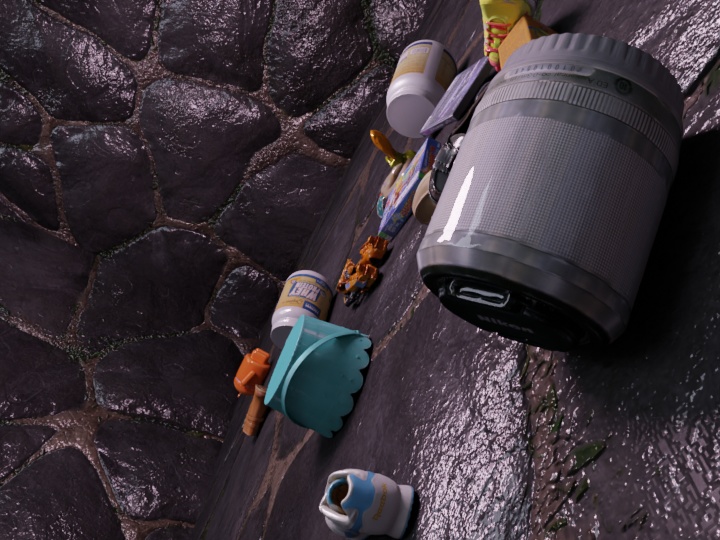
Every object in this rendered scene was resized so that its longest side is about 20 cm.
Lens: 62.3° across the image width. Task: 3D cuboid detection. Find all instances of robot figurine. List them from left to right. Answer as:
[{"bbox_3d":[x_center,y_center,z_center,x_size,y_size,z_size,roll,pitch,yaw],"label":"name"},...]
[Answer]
[{"bbox_3d":[-0.441,0.419,2.418,0.144,0.116,0.202,35,100,55],"label":"robot figurine"},{"bbox_3d":[0.000,0.000,1.343,0.146,0.058,0.200,-69,11,-25],"label":"robot figurine"}]

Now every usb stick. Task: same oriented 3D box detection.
[{"bbox_3d":[0.209,-0.318,1.110,0.056,0.032,0.200,-61,10,8],"label":"usb stick"}]

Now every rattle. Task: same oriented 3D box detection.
[{"bbox_3d":[0.045,-0.227,1.453,0.200,0.141,0.132,-37,45,57],"label":"rattle"}]

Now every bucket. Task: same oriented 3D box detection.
[{"bbox_3d":[-0.082,0.189,1.100,0.208,0.134,0.209,-90,26,-66],"label":"bucket"}]

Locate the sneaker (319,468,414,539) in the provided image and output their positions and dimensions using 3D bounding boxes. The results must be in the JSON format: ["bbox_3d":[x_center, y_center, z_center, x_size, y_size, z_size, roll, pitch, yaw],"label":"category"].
[{"bbox_3d":[-0.009,0.270,0.702,0.200,0.080,0.077,130,161,-58],"label":"sneaker"}]

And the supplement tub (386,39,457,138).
[{"bbox_3d":[0.140,-0.420,1.384,0.145,0.143,0.201,-50,17,53],"label":"supplement tub"}]

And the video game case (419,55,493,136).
[{"bbox_3d":[0.183,-0.330,1.126,0.144,0.019,0.200,-57,12,-3],"label":"video game case"}]

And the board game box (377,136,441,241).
[{"bbox_3d":[0.104,-0.173,1.289,0.200,0.034,0.136,-53,15,50],"label":"board game box"}]

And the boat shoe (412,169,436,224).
[{"bbox_3d":[0.139,-0.122,0.906,0.200,0.072,0.065,-42,26,49],"label":"boat shoe"}]

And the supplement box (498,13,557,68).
[{"bbox_3d":[0.233,-0.277,0.802,0.069,0.066,0.201,-57,14,35],"label":"supplement box"}]

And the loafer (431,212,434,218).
[{"bbox_3d":[0.130,-0.047,0.777,0.200,0.069,0.071,-46,-56,-77],"label":"loafer"}]

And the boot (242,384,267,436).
[{"bbox_3d":[-0.330,0.454,1.917,0.200,0.073,0.156,108,-175,-72],"label":"boot"}]

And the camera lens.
[{"bbox_3d":[0.144,-0.051,0.458,0.202,0.159,0.160,-67,11,-11],"label":"camera lens"}]

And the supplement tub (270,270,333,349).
[{"bbox_3d":[-0.162,0.115,1.650,0.145,0.143,0.201,-54,15,44],"label":"supplement tub"}]

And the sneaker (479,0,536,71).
[{"bbox_3d":[0.222,-0.363,0.914,0.200,0.078,0.091,12,-82,-63],"label":"sneaker"}]

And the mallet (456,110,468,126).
[{"bbox_3d":[0.160,-0.201,1.091,0.201,0.041,0.066,120,170,-45],"label":"mallet"}]

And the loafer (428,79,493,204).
[{"bbox_3d":[0.146,-0.178,0.804,0.201,0.071,0.063,-58,-25,-23],"label":"loafer"}]
